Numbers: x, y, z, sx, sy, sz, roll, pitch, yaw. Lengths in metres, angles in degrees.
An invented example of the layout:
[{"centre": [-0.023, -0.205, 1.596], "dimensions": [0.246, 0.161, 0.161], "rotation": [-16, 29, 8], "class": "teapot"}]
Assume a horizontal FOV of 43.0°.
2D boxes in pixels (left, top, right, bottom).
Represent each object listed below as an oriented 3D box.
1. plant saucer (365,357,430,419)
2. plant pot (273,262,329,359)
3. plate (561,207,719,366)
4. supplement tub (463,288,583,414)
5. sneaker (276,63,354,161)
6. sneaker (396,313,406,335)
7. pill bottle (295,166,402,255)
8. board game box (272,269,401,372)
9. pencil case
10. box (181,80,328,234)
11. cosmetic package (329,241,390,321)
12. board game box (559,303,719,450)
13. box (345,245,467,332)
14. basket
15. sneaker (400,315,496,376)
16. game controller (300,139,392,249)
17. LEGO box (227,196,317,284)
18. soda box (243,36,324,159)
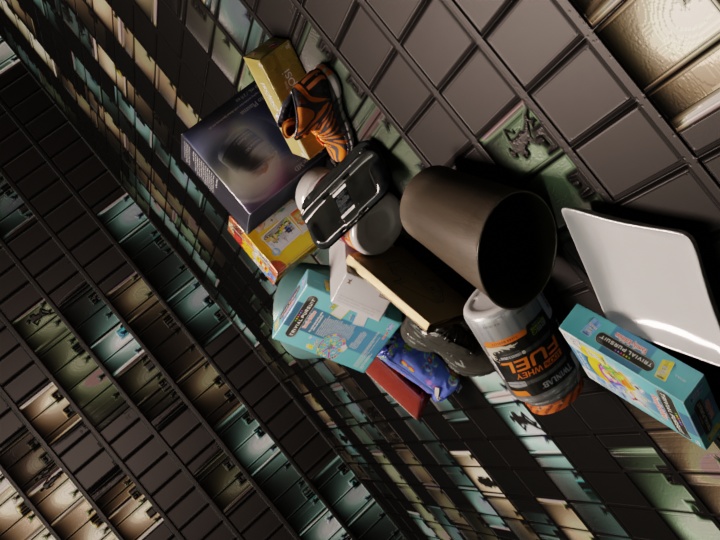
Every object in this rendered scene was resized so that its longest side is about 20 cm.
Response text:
[{"centre": [0.081, 0.206, 1.962], "dimensions": [0.199, 0.037, 0.200], "rotation": [43, -159, 3], "class": "plant saucer"}, {"centre": [-0.055, 0.084, 1.872], "dimensions": [0.159, 0.201, 0.202], "rotation": [-1, 131, 39], "class": "plant pot"}, {"centre": [0.348, 0.011, 1.093], "dimensions": [0.199, 0.032, 0.201], "rotation": [23, 147, 57], "class": "plate"}, {"centre": [0.251, 0.111, 1.383], "dimensions": [0.201, 0.122, 0.122], "rotation": [56, 162, -18], "class": "supplement tub"}, {"centre": [-0.081, -0.239, 1.518], "dimensions": [0.077, 0.112, 0.201], "rotation": [37, 158, 36], "class": "sneaker"}, {"centre": [0.087, 0.079, 1.808], "dimensions": [0.198, 0.083, 0.072], "rotation": [27, 138, -14], "class": "sneaker"}, {"centre": [-0.025, -0.112, 1.630], "dimensions": [0.199, 0.114, 0.115], "rotation": [30, 154, 47], "class": "pill bottle"}, {"centre": [-0.044, 0.097, 1.722], "dimensions": [0.198, 0.047, 0.152], "rotation": [23, 126, -18], "class": "board game box"}, {"centre": [0.116, 0.193, 1.875], "dimensions": [0.199, 0.087, 0.078], "rotation": [40, 125, -20], "class": "pencil case"}, {"centre": [-0.198, -0.216, 1.712], "dimensions": [0.199, 0.200, 0.123], "rotation": [48, 162, 4], "class": "box"}, {"centre": [0.000, 0.000, 1.665], "dimensions": [0.101, 0.075, 0.201], "rotation": [23, -154, -13], "class": "cosmetic package"}, {"centre": [0.371, 0.140, 1.212], "dimensions": [0.199, 0.047, 0.151], "rotation": [34, 170, 43], "class": "board game box"}, {"centre": [0.092, 0.027, 1.588], "dimensions": [0.200, 0.163, 0.021], "rotation": [40, 119, 27], "class": "box"}, {"centre": [0.154, -0.064, 1.269], "dimensions": [0.200, 0.135, 0.182], "rotation": [36, 156, 48], "class": "basket"}, {"centre": [0.165, 0.125, 1.638], "dimensions": [0.198, 0.077, 0.091], "rotation": [21, 151, 10], "class": "sneaker"}, {"centre": [-0.026, -0.125, 1.530], "dimensions": [0.200, 0.042, 0.105], "rotation": [-42, 67, 33], "class": "game controller"}, {"centre": [-0.140, -0.098, 1.802], "dimensions": [0.149, 0.199, 0.077], "rotation": [49, 162, 5], "class": "LEGO box"}, {"centre": [-0.120, -0.296, 1.576], "dimensions": [0.064, 0.068, 0.201], "rotation": [27, 151, 53], "class": "soda box"}]
